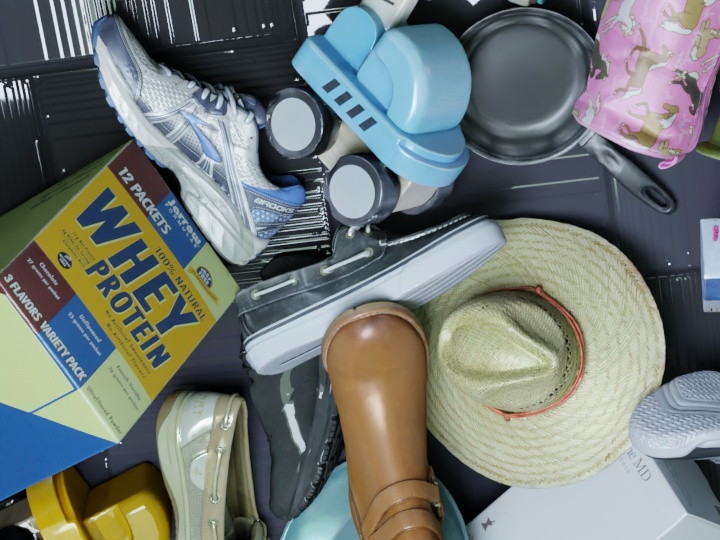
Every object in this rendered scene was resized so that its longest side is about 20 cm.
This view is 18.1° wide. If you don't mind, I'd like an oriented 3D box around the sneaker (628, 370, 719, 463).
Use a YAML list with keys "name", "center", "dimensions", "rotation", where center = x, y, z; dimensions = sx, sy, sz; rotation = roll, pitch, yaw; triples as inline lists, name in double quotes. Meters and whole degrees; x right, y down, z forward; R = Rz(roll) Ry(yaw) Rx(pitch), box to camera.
- name: "sneaker"
  center: [0.270, 0.130, 1.567]
  dimensions: [0.199, 0.075, 0.115]
  rotation: [-10, 121, -26]

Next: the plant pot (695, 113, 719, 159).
- name: "plant pot"
  center: [0.330, -0.152, 1.448]
  dimensions: [0.198, 0.200, 0.191]
  rotation: [11, 98, 4]

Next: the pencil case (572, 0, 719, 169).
- name: "pencil case"
  center: [0.208, -0.172, 1.487]
  dimensions: [0.082, 0.086, 0.201]
  rotation: [11, 106, -32]

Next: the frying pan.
- name: "frying pan"
  center: [0.146, -0.117, 1.551]
  dimensions: [0.189, 0.031, 0.116]
  rotation: [16, 116, -10]

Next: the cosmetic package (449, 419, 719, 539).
- name: "cosmetic package"
  center: [0.154, 0.198, 1.608]
  dimensions: [0.200, 0.113, 0.081]
  rotation: [-45, 142, 19]

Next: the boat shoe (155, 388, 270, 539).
- name: "boat shoe"
  center: [-0.096, 0.180, 1.656]
  dimensions: [0.063, 0.073, 0.202]
  rotation: [-1, 112, 23]

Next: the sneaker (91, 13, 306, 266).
- name: "sneaker"
  center: [-0.110, -0.105, 1.576]
  dimensions: [0.085, 0.077, 0.200]
  rotation: [-35, 109, 7]

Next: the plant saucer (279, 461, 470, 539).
- name: "plant saucer"
  center: [0.015, 0.234, 1.637]
  dimensions: [0.036, 0.200, 0.200]
  rotation: [19, 118, -45]

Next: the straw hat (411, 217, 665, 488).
- name: "straw hat"
  center: [0.101, 0.056, 1.549]
  dimensions: [0.200, 0.085, 0.203]
  rotation: [-1, 87, 22]

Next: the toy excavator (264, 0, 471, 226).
- name: "toy excavator"
  center: [0.020, -0.159, 1.505]
  dimensions: [0.195, 0.100, 0.200]
  rotation: [48, 118, 18]

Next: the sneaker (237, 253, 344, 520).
- name: "sneaker"
  center: [-0.047, 0.080, 1.632]
  dimensions: [0.090, 0.076, 0.202]
  rotation: [13, 101, 9]

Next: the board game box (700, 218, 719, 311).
- name: "board game box"
  center: [0.322, -0.006, 1.480]
  dimensions: [0.197, 0.200, 0.044]
  rotation: [-2, 83, 9]

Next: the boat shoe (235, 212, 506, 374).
- name: "boat shoe"
  center: [0.000, 0.000, 1.538]
  dimensions: [0.199, 0.072, 0.071]
  rotation: [-26, 78, 11]

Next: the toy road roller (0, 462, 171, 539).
- name: "toy road roller"
  center: [-0.190, 0.233, 1.673]
  dimensions: [0.145, 0.123, 0.201]
  rotation: [-27, 103, 4]

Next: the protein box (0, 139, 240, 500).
- name: "protein box"
  center: [-0.225, 0.046, 1.543]
  dimensions: [0.198, 0.200, 0.135]
  rotation: [-27, 106, 33]

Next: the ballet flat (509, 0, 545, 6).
- name: "ballet flat"
  center: [0.135, -0.268, 1.485]
  dimensions: [0.062, 0.067, 0.201]
  rotation: [31, 110, 6]

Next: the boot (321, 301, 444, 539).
- name: "boot"
  center: [0.019, 0.132, 1.517]
  dimensions: [0.076, 0.156, 0.201]
  rotation: [-4, 138, -8]
